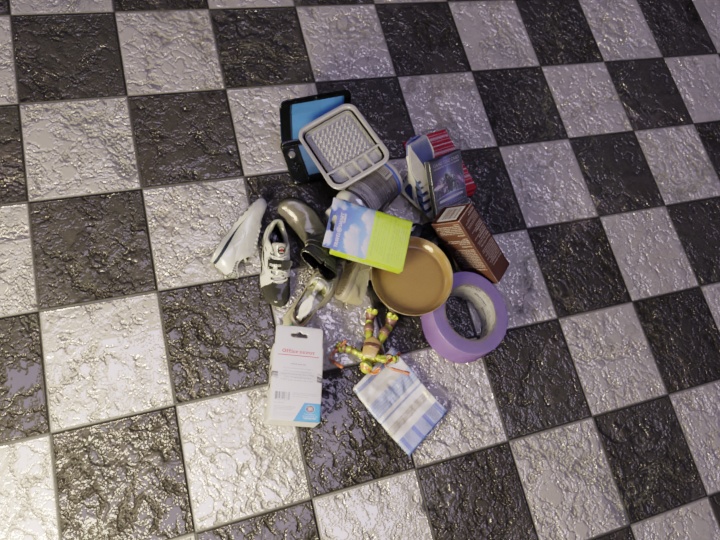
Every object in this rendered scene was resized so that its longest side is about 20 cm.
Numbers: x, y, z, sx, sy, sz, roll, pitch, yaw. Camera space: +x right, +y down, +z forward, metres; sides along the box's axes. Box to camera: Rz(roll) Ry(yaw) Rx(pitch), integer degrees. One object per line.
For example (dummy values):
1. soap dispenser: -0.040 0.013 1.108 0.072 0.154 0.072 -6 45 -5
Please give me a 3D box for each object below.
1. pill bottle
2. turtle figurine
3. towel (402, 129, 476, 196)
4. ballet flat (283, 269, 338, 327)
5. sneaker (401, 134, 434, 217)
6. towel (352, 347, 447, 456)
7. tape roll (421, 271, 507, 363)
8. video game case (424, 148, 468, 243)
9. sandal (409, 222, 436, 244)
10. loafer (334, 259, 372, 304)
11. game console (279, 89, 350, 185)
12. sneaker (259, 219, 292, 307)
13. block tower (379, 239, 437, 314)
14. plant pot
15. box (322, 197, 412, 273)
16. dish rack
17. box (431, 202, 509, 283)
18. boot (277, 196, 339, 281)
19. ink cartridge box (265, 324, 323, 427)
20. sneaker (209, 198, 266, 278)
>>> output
1. pill bottle: 0.007 -0.173 1.598 0.113 0.114 0.200 41 64 4
2. turtle figurine: 0.037 0.174 1.487 0.194 0.065 0.165 6 56 23
3. towel: 0.213 -0.276 1.748 0.141 0.023 0.204 -19 73 -20
4. ballet flat: -0.105 0.057 1.501 0.069 0.070 0.202 34 64 0
5. sneaker: 0.138 -0.235 1.648 0.079 0.114 0.205 -26 114 -24
6. towel: 0.091 0.296 1.485 0.146 0.024 0.201 -39 83 -24
7. tape roll: 0.250 0.114 1.569 0.193 0.085 0.206 6 68 -14
8. video game case: 0.223 -0.188 1.636 0.141 0.019 0.206 -27 111 -43
9. sandal: 0.114 -0.075 1.606 0.198 0.075 0.049 -33 124 -24
10. loafer: 0.000 0.000 1.552 0.068 0.075 0.203 40 56 -23
11. game console: -0.096 -0.334 1.630 0.195 0.119 0.175 -15 73 -20
12. sneaker: -0.195 -0.022 1.496 0.072 0.089 0.206 -2 71 -18
13. block tower: 0.133 0.017 1.591 0.058 0.054 0.200 41 65 3
14. plant pot: 0.120 0.016 1.526 0.193 0.028 0.206 2 63 -3
15. box: 0.014 -0.079 1.491 0.194 0.048 0.126 16 75 -10
16. dish rack: -0.041 -0.295 1.578 0.169 0.044 0.202 -31 70 -11
17. box: 0.271 -0.063 1.590 0.075 0.099 0.202 -48 117 -28
18. boot: -0.117 -0.075 1.498 0.199 0.067 0.132 41 29 -17
19. ink cartridge box: -0.142 0.231 1.420 0.112 0.067 0.206 7 68 -12
20. sneaker: -0.269 -0.078 1.513 0.080 0.076 0.203 36 68 -11
